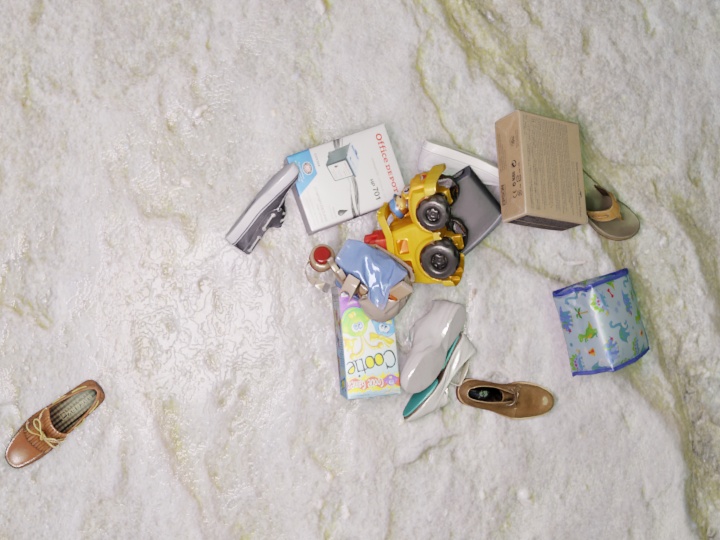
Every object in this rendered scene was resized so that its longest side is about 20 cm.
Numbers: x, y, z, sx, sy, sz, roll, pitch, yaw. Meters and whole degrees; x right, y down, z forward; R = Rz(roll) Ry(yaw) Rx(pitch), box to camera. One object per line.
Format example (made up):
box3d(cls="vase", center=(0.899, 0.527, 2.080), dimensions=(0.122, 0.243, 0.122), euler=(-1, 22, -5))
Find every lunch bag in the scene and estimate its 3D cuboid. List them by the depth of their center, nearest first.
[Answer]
box3d(cls="lunch bag", center=(0.476, 0.096, 1.799), dimensions=(0.198, 0.126, 0.174), euler=(-15, 91, -39))

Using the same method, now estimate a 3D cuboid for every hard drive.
box3d(cls="hard drive", center=(0.167, -0.086, 1.764), dimensions=(0.199, 0.042, 0.135), euler=(-40, 95, 9))

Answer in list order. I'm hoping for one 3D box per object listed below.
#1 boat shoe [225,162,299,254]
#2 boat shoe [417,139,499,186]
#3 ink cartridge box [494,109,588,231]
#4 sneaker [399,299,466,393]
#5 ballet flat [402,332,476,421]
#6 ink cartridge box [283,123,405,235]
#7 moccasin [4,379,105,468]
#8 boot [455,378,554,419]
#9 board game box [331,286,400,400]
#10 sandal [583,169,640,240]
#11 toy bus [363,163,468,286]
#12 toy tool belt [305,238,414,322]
box3d(cls="boat shoe", center=(-0.164, -0.108, 1.693), dimensions=(0.067, 0.072, 0.200), euler=(37, 112, -15))
box3d(cls="boat shoe", center=(0.203, -0.188, 1.793), dimensions=(0.196, 0.072, 0.070), euler=(17, 106, -15))
box3d(cls="ink cartridge box", center=(0.341, -0.186, 1.767), dimensions=(0.162, 0.075, 0.205), euler=(7, 74, -33))
box3d(cls="sneaker", center=(0.117, 0.139, 1.748), dimensions=(0.201, 0.087, 0.076), euler=(-54, 140, -25))
box3d(cls="ballet flat", center=(0.157, 0.213, 1.769), dimensions=(0.069, 0.069, 0.202), euler=(35, 79, -7))
box3d(cls="ink cartridge box", center=(-0.028, -0.170, 1.741), dimensions=(0.196, 0.086, 0.149), euler=(-20, 91, -8))
box3d(cls="moccasin", center=(-0.536, 0.272, 1.637), dimensions=(0.199, 0.078, 0.074), euler=(-34, 93, -9))
box3d(cls="boot", center=(0.285, 0.247, 1.782), dimensions=(0.196, 0.075, 0.075), euler=(7, 85, -10))
box3d(cls="board game box", center=(0.009, 0.127, 1.724), dimensions=(0.101, 0.105, 0.205), euler=(-5, 89, -9))
box3d(cls="sandal", center=(0.471, -0.134, 1.839), dimensions=(0.200, 0.054, 0.081), euler=(43, 82, -6))
box3d(cls="toy bus", center=(0.090, -0.075, 1.681), dimensions=(0.188, 0.136, 0.204), euler=(-4, 114, 20))
box3d(cls="toy tool belt", center=(0.000, 0.000, 1.614), dimensions=(0.197, 0.123, 0.126), euler=(29, 74, 5))
